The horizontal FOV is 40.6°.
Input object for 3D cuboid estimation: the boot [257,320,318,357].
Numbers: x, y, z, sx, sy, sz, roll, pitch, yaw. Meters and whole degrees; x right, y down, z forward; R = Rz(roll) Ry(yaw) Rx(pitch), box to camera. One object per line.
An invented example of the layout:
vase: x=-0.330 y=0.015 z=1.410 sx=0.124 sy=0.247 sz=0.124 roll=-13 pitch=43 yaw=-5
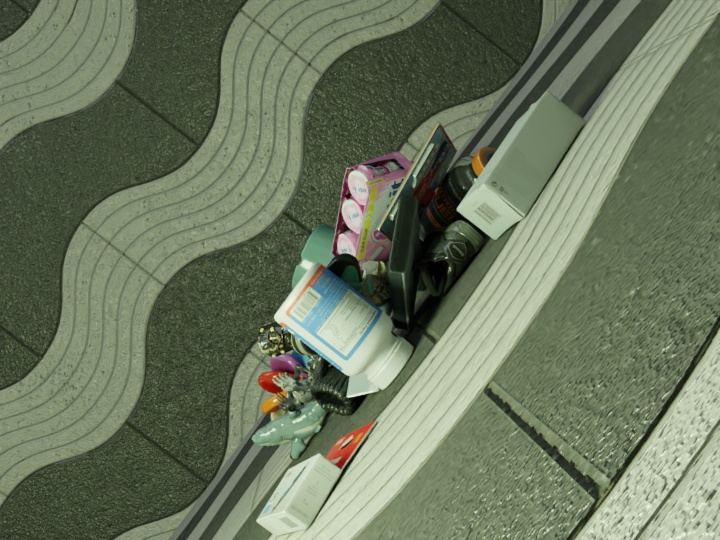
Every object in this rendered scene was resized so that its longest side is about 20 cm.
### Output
boot: x=-0.115 y=0.116 z=1.735 sx=0.150 sy=0.074 sz=0.200 roll=-20 pitch=12 yaw=24

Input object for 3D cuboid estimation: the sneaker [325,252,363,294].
sneaker: x=-0.039 y=0.035 z=1.588 sx=0.088 sy=0.074 sz=0.201 roll=-93 pitch=10 yaw=-49

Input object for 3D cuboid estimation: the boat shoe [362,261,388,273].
boat shoe: x=0.000 y=0.000 z=1.789 sx=0.200 sy=0.072 sz=0.075 roll=-40 pitch=30 yaw=-28

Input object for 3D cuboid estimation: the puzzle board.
puzzle board: x=0.100 y=-0.136 z=1.631 sx=0.201 sy=0.017 sz=0.151 roll=-61 pitch=-19 yaw=-2

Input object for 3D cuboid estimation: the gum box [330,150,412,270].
gum box: x=0.025 y=-0.102 z=1.665 sx=0.113 sy=0.066 sz=0.201 roll=-22 pitch=-39 yaw=-33

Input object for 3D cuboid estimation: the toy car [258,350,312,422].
toy car: x=-0.137 y=0.238 z=2.054 sx=0.200 sy=0.150 sz=0.175 roll=-55 pitch=3 yaw=-36

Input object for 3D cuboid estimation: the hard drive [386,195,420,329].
hard drive: x=0.073 y=-0.010 z=1.594 sx=0.200 sy=0.033 sz=0.141 roll=79 pitch=-161 yaw=-61

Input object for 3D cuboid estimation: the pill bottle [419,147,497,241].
pill bottle: x=0.184 y=-0.128 z=1.715 sx=0.200 sy=0.106 sz=0.106 roll=-51 pitch=3 yaw=44

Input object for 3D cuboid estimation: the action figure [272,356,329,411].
action figure: x=-0.112 y=0.188 z=1.840 sx=0.200 sy=0.101 sz=0.119 roll=124 pitch=167 yaw=-47

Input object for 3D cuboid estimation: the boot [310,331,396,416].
boot: x=-0.025 y=0.177 z=1.675 sx=0.158 sy=0.079 sz=0.211 roll=-54 pitch=3 yaw=-22

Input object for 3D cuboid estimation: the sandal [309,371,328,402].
sandal: x=-0.047 y=0.214 z=1.887 sx=0.080 sy=0.057 sz=0.202 roll=-112 pitch=44 yaw=-76

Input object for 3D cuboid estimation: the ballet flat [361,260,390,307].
ballet flat: x=0.027 y=0.019 z=1.654 sx=0.067 sy=0.076 sz=0.200 roll=-14 pitch=2 yaw=6

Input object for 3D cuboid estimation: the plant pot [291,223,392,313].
plant pot: x=-0.021 y=0.012 z=1.946 sx=0.200 sy=0.195 sz=0.202 roll=24 pitch=-90 yaw=-83

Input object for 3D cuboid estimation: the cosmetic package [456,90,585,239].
cosmetic package: x=0.239 y=-0.157 z=1.451 sx=0.200 sy=0.081 sz=0.113 roll=-53 pitch=3 yaw=-21

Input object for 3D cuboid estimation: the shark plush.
shark plush: x=-0.107 y=0.277 z=1.807 sx=0.199 sy=0.083 sz=0.091 roll=-32 pitch=45 yaw=29

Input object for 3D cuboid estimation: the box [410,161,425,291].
box: x=0.103 y=-0.084 z=1.845 sx=0.051 sy=0.201 sz=0.158 roll=-2 pitch=30 yaw=23

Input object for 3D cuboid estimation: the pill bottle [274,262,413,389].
pill bottle: x=-0.022 y=0.089 z=1.475 sx=0.113 sy=0.199 sz=0.112 roll=-52 pitch=3 yaw=4

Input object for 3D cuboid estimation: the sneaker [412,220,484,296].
sneaker: x=0.123 y=-0.012 z=1.600 sx=0.114 sy=0.076 sz=0.199 roll=-47 pitch=6 yaw=-15

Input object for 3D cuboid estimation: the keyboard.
keyboard: x=0.014 y=0.126 z=1.580 sx=0.056 sy=0.011 sz=0.201 roll=-20 pitch=35 yaw=22

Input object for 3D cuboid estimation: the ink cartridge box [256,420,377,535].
ink cartridge box: x=-0.066 y=0.286 z=1.378 sx=0.177 sy=0.045 sz=0.200 roll=-56 pitch=4 yaw=-24
